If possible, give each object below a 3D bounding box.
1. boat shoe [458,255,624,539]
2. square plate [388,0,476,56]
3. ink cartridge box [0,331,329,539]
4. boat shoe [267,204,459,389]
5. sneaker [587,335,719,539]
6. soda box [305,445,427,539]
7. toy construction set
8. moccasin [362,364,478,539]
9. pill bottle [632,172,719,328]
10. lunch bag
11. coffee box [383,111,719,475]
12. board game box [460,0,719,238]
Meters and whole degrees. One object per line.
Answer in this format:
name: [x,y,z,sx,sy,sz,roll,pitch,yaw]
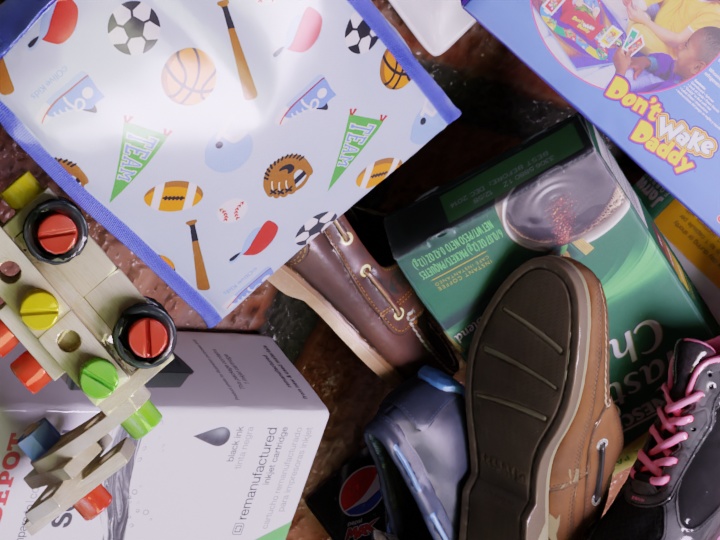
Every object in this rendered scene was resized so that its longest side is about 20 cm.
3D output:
boat shoe: [0.098,0.079,1.342,0.068,0.072,0.201,-13,124,-39]
square plate: [0.067,-0.215,1.255,0.198,0.028,0.200,-44,151,3]
ink cartridge box: [-0.137,0.111,1.348,0.199,0.084,0.146,2,119,-33]
boat shoe: [0.000,0.000,1.366,0.070,0.070,0.200,-42,133,6]
sneaker: [0.174,0.081,1.336,0.200,0.079,0.095,-46,119,-16]
soda box: [0.055,0.176,1.530,0.071,0.063,0.200,-43,133,2]
toy construction set: [-0.162,0.033,1.186,0.131,0.092,0.200,-41,114,-3]
moccasin: [0.032,0.144,1.403,0.068,0.080,0.201,-31,122,-30]
pill bottle: [0.212,-0.030,1.449,0.200,0.113,0.113,-47,133,8]
lunch bag: [-0.079,-0.100,1.213,0.170,0.124,0.200,-43,141,3]
coffee box: [0.112,0.022,1.365,0.123,0.044,0.200,-28,125,10]
board game box: [0.167,-0.118,1.288,0.200,0.045,0.135,41,102,-10]
